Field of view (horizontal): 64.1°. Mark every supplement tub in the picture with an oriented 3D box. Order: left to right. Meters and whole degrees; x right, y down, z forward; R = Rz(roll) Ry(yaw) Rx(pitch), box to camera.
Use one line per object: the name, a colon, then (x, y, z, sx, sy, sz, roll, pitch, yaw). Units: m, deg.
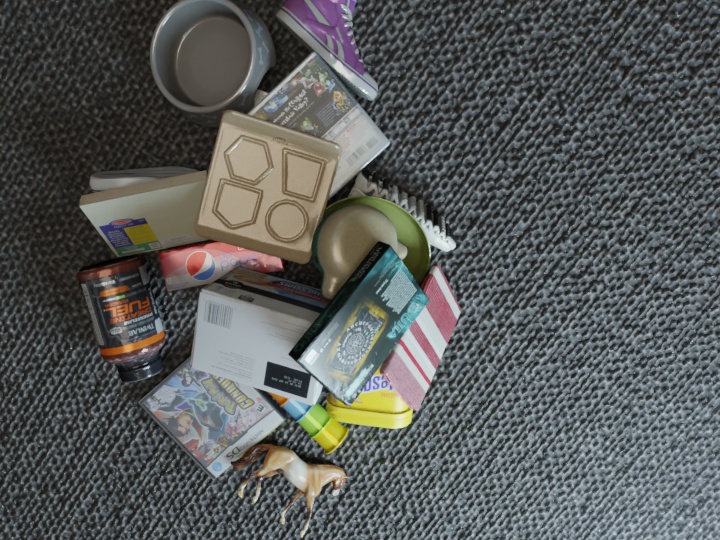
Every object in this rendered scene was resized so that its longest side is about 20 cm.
supplement tub: (-0.391, 0.081, 0.961, 0.106, 0.107, 0.201, -13, 100, 2)

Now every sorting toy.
sorting toy: (-0.142, -0.124, 0.885, 0.184, 0.036, 0.201, 15, 106, -12)

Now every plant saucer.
plant saucer: (0.017, -0.039, 0.944, 0.199, 0.031, 0.201, 7, 126, 9)

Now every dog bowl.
dog bowl: (-0.234, -0.329, 0.892, 0.199, 0.059, 0.201, 1, 94, 11)

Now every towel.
towel: (0.100, 0.107, 0.922, 0.023, 0.144, 0.200, 12, 61, 34)

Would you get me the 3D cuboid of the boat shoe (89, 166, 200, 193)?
boat shoe: (-0.338, -0.128, 0.949, 0.199, 0.072, 0.071, 1, 119, 1)

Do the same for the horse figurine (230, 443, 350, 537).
horse figurine: (-0.130, 0.370, 1.021, 0.200, 0.050, 0.133, 34, 72, -1)

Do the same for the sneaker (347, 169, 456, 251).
sneaker: (0.068, -0.086, 0.956, 0.200, 0.075, 0.081, 32, 115, -5)

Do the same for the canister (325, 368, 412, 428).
canister: (0.019, 0.150, 0.970, 0.148, 0.087, 0.201, 4, 104, 10)

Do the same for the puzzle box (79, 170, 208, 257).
puzzle box: (-0.323, -0.088, 0.925, 0.199, 0.026, 0.133, -11, 144, -1)

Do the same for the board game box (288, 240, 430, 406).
board game box: (0.005, 0.077, 0.806, 0.200, 0.028, 0.135, -51, 131, -14)

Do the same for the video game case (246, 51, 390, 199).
video game case: (-0.085, -0.202, 0.901, 0.200, 0.023, 0.182, -42, 105, 4)

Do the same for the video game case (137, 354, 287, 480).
video game case: (-0.264, 0.248, 1.030, 0.181, 0.026, 0.200, -40, 98, 7)

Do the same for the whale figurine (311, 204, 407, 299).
whale figurine: (0.000, 0.000, 0.873, 0.159, 0.104, 0.201, -32, 107, -27)

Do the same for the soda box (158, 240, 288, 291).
soda box: (-0.227, -0.020, 0.964, 0.199, 0.063, 0.070, -11, 100, 2)

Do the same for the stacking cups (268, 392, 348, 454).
stacking cups: (-0.113, 0.237, 1.017, 0.200, 0.061, 0.061, 42, 97, -3)

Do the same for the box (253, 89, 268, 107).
box: (-0.079, -0.240, 0.937, 0.199, 0.039, 0.042, 19, 101, -3)

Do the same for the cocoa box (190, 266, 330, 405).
cocoa box: (-0.134, 0.093, 0.879, 0.199, 0.131, 0.134, 15, 109, 9)

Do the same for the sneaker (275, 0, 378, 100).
sneaker: (-0.024, -0.369, 0.900, 0.200, 0.073, 0.114, 44, 93, -8)
